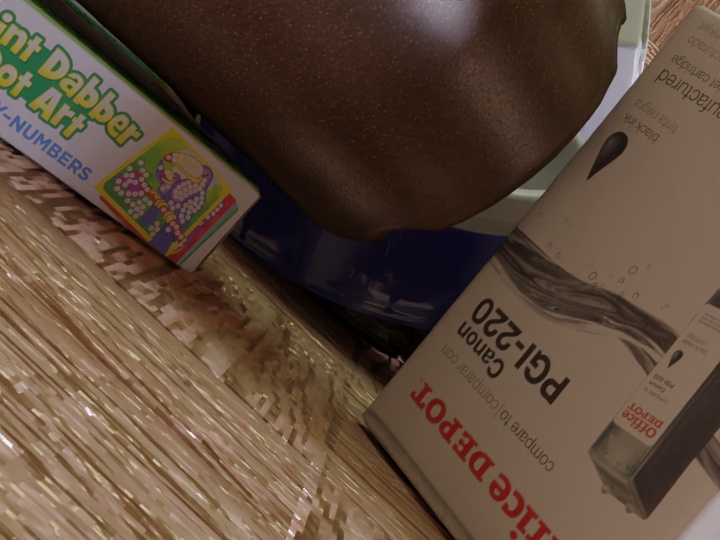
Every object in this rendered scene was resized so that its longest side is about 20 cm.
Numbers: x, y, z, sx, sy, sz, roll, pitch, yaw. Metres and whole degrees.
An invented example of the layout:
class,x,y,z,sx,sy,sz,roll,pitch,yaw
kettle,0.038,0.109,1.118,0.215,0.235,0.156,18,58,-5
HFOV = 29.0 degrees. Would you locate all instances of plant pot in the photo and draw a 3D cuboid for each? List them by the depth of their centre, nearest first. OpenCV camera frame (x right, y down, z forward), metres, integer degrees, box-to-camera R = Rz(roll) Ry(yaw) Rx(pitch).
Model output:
class,x,y,z,sx,sy,sz,roll,pitch,yaw
plant pot,-0.014,-0.127,0.476,0.198,0.200,0.200,48,0,-37

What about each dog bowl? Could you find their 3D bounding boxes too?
class,x,y,z,sx,sy,sz,roll,pitch,yaw
dog bowl,0.014,-0.058,0.706,0.198,0.079,0.201,19,26,-10

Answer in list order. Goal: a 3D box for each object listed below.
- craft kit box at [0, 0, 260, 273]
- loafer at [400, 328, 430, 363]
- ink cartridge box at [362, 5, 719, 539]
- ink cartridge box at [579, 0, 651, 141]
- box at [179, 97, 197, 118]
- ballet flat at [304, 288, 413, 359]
class,x,y,z,sx,sy,sz,roll,pitch,yaw
craft kit box,-0.146,-0.107,0.504,0.200,0.049,0.197,40,3,-39
loafer,0.111,0.005,0.797,0.073,0.198,0.072,-128,-158,-55
ink cartridge box,0.114,0.030,0.483,0.085,0.201,0.146,31,10,-39
ink cartridge box,0.073,-0.135,0.855,0.198,0.085,0.145,9,29,9
box,-0.154,-0.156,0.714,0.100,0.075,0.200,45,7,35
ballet flat,0.000,0.000,0.761,0.067,0.046,0.200,41,4,-10
